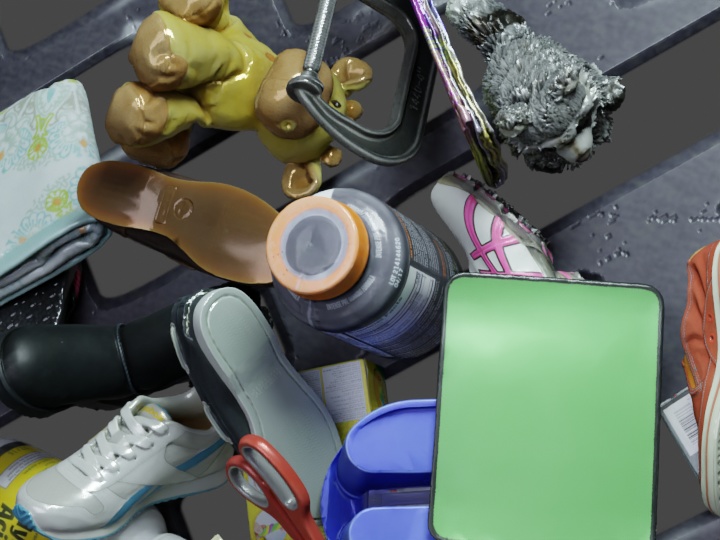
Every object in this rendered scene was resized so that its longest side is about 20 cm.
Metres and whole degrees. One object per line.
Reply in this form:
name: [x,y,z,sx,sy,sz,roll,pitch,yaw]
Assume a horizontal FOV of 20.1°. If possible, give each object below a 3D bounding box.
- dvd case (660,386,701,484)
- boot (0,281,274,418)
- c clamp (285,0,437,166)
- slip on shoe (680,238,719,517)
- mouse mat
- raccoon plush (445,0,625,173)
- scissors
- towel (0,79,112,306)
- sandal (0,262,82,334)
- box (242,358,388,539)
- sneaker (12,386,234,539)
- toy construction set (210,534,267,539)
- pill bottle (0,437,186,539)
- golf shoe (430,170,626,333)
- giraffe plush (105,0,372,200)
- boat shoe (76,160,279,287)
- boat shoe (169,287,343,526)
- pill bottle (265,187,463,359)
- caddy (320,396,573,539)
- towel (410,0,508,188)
dvd case: [0.329,0.105,1.440,0.200,0.022,0.146,-35,68,13]
boot: [-0.171,0.059,1.577,0.162,0.198,0.073,-21,74,25]
c clamp: [-0.011,-0.178,1.569,0.027,0.171,0.200,-34,40,45]
slip on shoe: [0.259,0.075,1.436,0.061,0.074,0.200,-8,81,58]
mouse mat: [0.133,0.101,1.445,0.161,0.008,0.200,4,75,3]
raccoon plush: [0.107,-0.146,1.525,0.200,0.134,0.097,36,96,25]
scissors: [-0.030,0.203,1.480,0.200,0.014,0.073,52,143,-2]
towel: [-0.305,-0.054,1.709,0.200,0.048,0.171,-28,53,13]
sandal: [-0.266,0.013,1.714,0.075,0.045,0.200,14,71,20]
box: [-0.028,0.177,1.568,0.117,0.048,0.200,-12,73,20]
sneaker: [-0.180,0.143,1.555,0.076,0.200,0.081,31,127,35]
toy construction set: [-0.083,0.275,1.501,0.131,0.092,0.200,-39,100,-9]
pill bottle: [-0.223,0.217,1.609,0.200,0.111,0.111,21,88,26]
golf shoe: [0.110,0.009,1.525,0.092,0.073,0.200,-44,65,6]
giraffe plush: [-0.085,-0.138,1.603,0.162,0.200,0.173,25,101,9]
boat shoe: [-0.124,-0.036,1.589,0.200,0.070,0.070,24,85,24]
boat shoe: [-0.076,0.101,1.519,0.060,0.076,0.200,-5,112,54]
pill bottle: [0.000,0.000,1.504,0.106,0.200,0.106,-4,77,20]
caddy: [0.070,0.167,1.486,0.200,0.105,0.142,-2,74,1]
towel: [0.064,-0.165,1.533,0.023,0.144,0.200,-22,72,5]
